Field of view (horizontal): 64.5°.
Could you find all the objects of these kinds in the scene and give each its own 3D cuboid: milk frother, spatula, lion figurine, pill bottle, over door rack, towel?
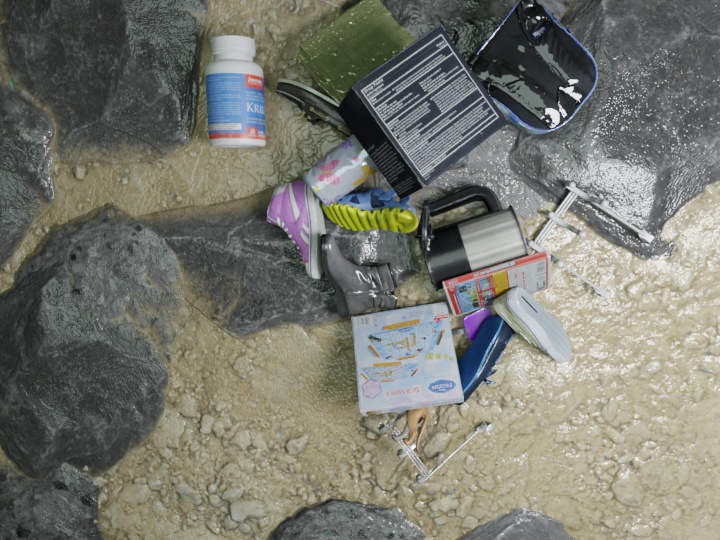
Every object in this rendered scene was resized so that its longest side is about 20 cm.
[{"bbox_3d":[0.201,-0.064,1.055,0.188,0.200,0.181,-18,96,9],"label":"milk frother"},{"bbox_3d":[0.180,0.133,1.179,0.200,0.021,0.057,-20,100,10],"label":"spatula"},{"bbox_3d":[0.076,0.265,1.150,0.200,0.073,0.123,36,69,23],"label":"lion figurine"},{"bbox_3d":[-0.243,-0.343,1.109,0.112,0.112,0.201,0,100,7],"label":"pill bottle"},{"bbox_3d":[0.157,0.326,1.196,0.200,0.067,0.148,-37,93,-3],"label":"over door rack"},{"bbox_3d":[-0.008,-0.419,1.084,0.200,0.036,0.148,-40,87,-5],"label":"towel"},{"bbox_3d":[0.438,-0.056,1.088,0.200,0.067,0.148,34,102,1],"label":"over door rack"}]

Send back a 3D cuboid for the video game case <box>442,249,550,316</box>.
[{"bbox_3d":[0.265,0.028,1.100,0.199,0.143,0.017,-18,60,9],"label":"video game case"}]

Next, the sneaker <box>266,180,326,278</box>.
[{"bbox_3d":[-0.132,-0.079,1.163,0.114,0.073,0.201,-6,88,11],"label":"sneaker"}]

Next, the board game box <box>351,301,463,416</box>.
[{"bbox_3d":[0.089,0.173,1.129,0.199,0.041,0.200,-9,60,7],"label":"board game box"}]

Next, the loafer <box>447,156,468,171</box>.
[{"bbox_3d":[0.110,-0.212,1.111,0.199,0.063,0.072,3,73,21],"label":"loafer"}]

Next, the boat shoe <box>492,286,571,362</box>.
[{"bbox_3d":[0.343,0.109,1.133,0.200,0.072,0.062,47,140,-16],"label":"boat shoe"}]

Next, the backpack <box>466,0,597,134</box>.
[{"bbox_3d":[0.308,-0.348,1.023,0.200,0.147,0.183,42,100,3],"label":"backpack"}]

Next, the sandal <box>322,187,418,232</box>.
[{"bbox_3d":[0.022,-0.128,1.139,0.199,0.080,0.087,7,63,13],"label":"sandal"}]

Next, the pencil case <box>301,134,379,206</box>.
[{"bbox_3d":[-0.015,-0.209,1.075,0.200,0.083,0.091,-38,73,6],"label":"pencil case"}]

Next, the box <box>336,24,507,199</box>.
[{"bbox_3d":[0.102,-0.265,0.974,0.200,0.123,0.199,-38,97,-14],"label":"box"}]

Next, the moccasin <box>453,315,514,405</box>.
[{"bbox_3d":[0.248,0.188,1.136,0.068,0.080,0.200,36,89,-27],"label":"moccasin"}]

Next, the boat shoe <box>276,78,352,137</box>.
[{"bbox_3d":[-0.078,-0.311,1.114,0.201,0.072,0.061,24,97,0],"label":"boat shoe"}]

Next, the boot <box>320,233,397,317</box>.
[{"bbox_3d":[0.000,0.000,1.143,0.131,0.070,0.200,-13,125,7],"label":"boot"}]
